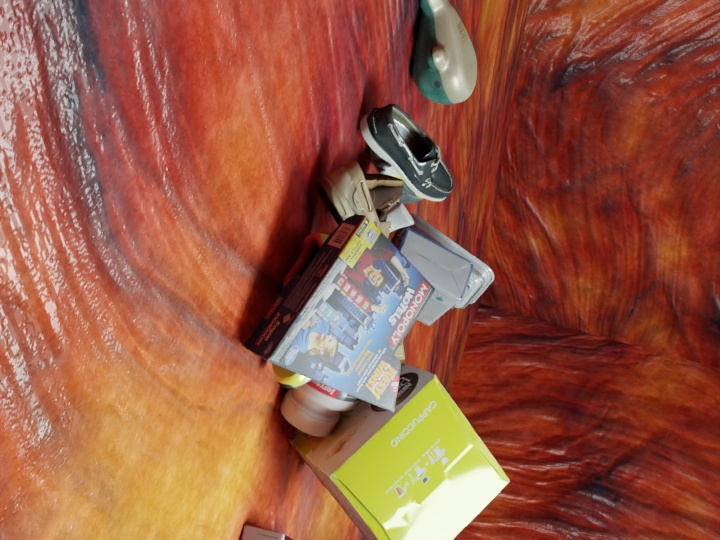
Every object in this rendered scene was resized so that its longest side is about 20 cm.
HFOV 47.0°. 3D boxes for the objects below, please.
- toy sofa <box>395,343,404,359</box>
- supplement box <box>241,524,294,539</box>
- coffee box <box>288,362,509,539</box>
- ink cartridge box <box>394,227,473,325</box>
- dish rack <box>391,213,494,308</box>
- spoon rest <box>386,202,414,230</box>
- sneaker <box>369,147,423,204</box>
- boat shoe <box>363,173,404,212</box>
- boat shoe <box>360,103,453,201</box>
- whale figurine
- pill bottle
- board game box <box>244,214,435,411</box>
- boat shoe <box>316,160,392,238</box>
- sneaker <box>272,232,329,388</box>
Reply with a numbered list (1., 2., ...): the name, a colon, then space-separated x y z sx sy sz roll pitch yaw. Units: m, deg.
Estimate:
1. toy sofa: 0.019 0.111 1.474 0.200 0.096 0.084 57 25 -72
2. supplement box: -0.130 0.436 1.184 0.201 0.060 0.111 74 27 -64
3. coffee box: 0.051 0.272 1.188 0.199 0.201 0.197 -40 -165 -15
4. ink cartridge box: 0.098 0.020 1.466 0.077 0.135 0.200 -64 -175 -26
5. dish rack: 0.139 -0.007 1.530 0.044 0.199 0.172 -51 175 -24
6. spoon rest: 0.006 -0.023 1.223 0.100 0.060 0.200 55 50 -16
7. sneaker: 0.053 -0.190 1.326 0.201 0.073 0.086 67 7 -55
8. boat shoe: 0.009 -0.104 1.198 0.199 0.069 0.072 -19 117 -65
9. boat shoe: 0.083 -0.171 1.221 0.199 0.060 0.077 31 53 -39
10. whale figurine: 0.128 -0.380 1.396 0.160 0.102 0.203 -59 135 -51
11. pill bottle: -0.032 0.118 1.125 0.202 0.110 0.111 -64 169 12
12. board game box: -0.006 0.070 1.000 0.200 0.061 0.201 44 74 -34
13. boat shoe: 0.013 -0.051 1.090 0.064 0.071 0.201 -34 128 -8
14. sneaker: -0.073 0.044 1.027 0.090 0.077 0.203 39 64 -59
